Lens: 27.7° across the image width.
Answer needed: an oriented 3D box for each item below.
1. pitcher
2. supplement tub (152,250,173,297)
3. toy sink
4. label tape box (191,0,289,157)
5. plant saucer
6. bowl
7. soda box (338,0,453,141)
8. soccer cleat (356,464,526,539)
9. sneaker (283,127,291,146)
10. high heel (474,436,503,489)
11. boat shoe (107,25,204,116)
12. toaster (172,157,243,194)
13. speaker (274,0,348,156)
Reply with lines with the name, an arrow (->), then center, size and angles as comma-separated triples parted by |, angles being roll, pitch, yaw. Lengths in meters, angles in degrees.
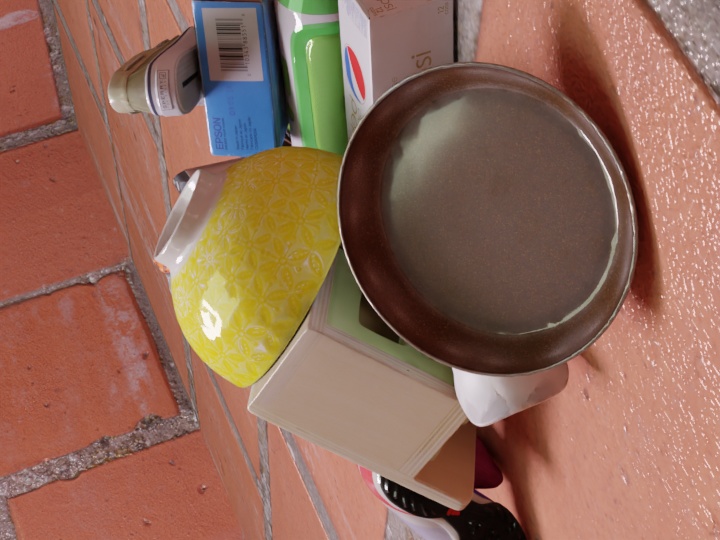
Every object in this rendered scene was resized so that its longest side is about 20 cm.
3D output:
pitcher -> 0.068, -0.012, 1.045 | 0.172, 0.121, 0.200 | -103, -13, -75
supplement tub -> -0.112, 0.025, 1.514 | 0.200, 0.123, 0.123 | 46, 172, -15
toy sink -> 0.030, 0.076, 1.146 | 0.112, 0.200, 0.131 | -53, 17, 34
label tape box -> -0.090, -0.209, 1.267 | 0.200, 0.063, 0.145 | -78, -13, -55
plant saucer -> 0.080, -0.033, 0.906 | 0.200, 0.032, 0.201 | 11, 113, 26
bowl -> -0.096, -0.021, 1.141 | 0.200, 0.107, 0.200 | -57, 15, 24
soda box -> 0.029, -0.131, 1.102 | 0.200, 0.068, 0.064 | 86, 161, -45
soccer cleat -> 0.071, 0.205, 1.246 | 0.200, 0.068, 0.073 | 44, 169, -29
sneaker -> -0.070, -0.066, 1.505 | 0.200, 0.084, 0.077 | 63, 166, -8
high heel -> 0.081, 0.178, 1.344 | 0.096, 0.067, 0.200 | 35, 176, 8
boat shoe -> -0.158, -0.171, 1.235 | 0.200, 0.062, 0.072 | -57, -33, -74
toaster -> -0.124, -0.053, 1.656 | 0.200, 0.129, 0.114 | -127, 22, -53
speaker -> -0.022, -0.164, 1.218 | 0.089, 0.088, 0.200 | -123, 19, -44
